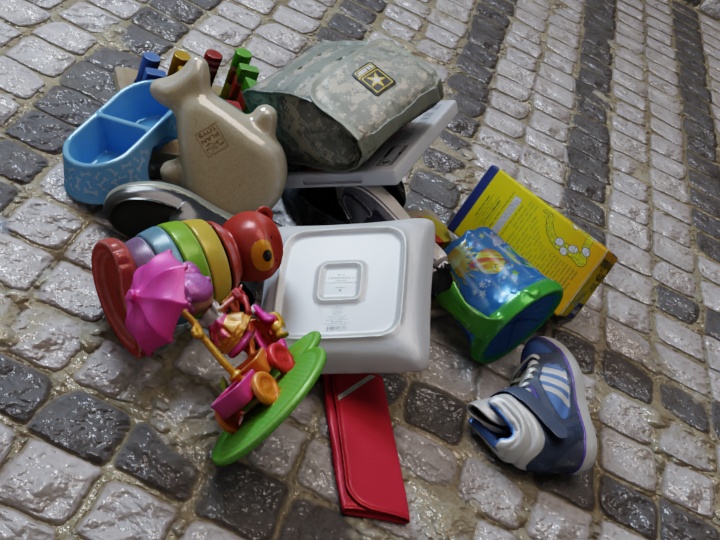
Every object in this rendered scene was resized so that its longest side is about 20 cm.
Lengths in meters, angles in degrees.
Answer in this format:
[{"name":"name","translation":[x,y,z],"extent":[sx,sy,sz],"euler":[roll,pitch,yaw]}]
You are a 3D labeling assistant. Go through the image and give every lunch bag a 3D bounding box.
[{"name":"lunch bag","translation":[-0.016,-0.204,1.362],"extent":[0.198,0.119,0.164],"euler":[13,41,42]}]

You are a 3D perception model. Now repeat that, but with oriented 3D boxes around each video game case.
[{"name":"video game case","translation":[0.007,-0.161,1.422],"extent":[0.180,0.023,0.200],"euler":[1,33,30]}]

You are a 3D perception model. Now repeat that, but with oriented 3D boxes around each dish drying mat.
[{"name":"dish drying mat","translation":[0.004,0.178,1.182],"extent":[0.076,0.018,0.201],"euler":[15,35,-20]}]

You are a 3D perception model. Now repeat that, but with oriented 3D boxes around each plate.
[{"name":"plate","translation":[-0.019,0.021,1.233],"extent":[0.196,0.032,0.202],"euler":[-2,55,11]}]

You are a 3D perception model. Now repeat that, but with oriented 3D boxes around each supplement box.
[{"name":"supplement box","translation":[0.236,-0.038,1.530],"extent":[0.199,0.110,0.109],"euler":[40,9,19]}]

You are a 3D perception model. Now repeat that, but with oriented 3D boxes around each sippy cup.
[{"name":"sippy cup","translation":[0.159,0.022,1.384],"extent":[0.131,0.139,0.178],"euler":[51,-5,21]}]

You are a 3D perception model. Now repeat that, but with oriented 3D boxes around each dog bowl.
[{"name":"dog bowl","translation":[-0.281,-0.162,1.352],"extent":[0.110,0.050,0.201],"euler":[17,48,24]}]

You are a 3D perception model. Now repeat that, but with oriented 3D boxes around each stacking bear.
[{"name":"stacking bear","translation":[-0.171,-0.005,1.179],"extent":[0.198,0.123,0.113],"euler":[-20,17,-27]}]

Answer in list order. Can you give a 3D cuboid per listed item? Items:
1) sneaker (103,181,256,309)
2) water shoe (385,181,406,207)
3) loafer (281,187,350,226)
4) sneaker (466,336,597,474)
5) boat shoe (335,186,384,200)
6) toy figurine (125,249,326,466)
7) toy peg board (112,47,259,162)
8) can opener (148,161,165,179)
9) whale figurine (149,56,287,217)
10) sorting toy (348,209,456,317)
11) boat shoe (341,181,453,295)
[{"name":"sneaker","translation":[-0.201,-0.030,1.274],"extent":[0.197,0.075,0.107],"euler":[18,36,-13]},{"name":"water shoe","translation":[-0.018,-0.149,1.533],"extent":[0.198,0.072,0.079],"euler":[27,12,-18]},{"name":"loafer","translation":[-0.055,-0.089,1.455],"extent":[0.067,0.071,0.201],"euler":[9,32,-26]},{"name":"sneaker","translation":[0.184,0.144,1.298],"extent":[0.145,0.081,0.202],"euler":[15,40,-25]},{"name":"boat shoe","translation":[0.021,-0.151,1.482],"extent":[0.068,0.057,0.201],"euler":[38,37,-9]},{"name":"toy figurine","translation":[-0.140,0.054,1.079],"extent":[0.184,0.150,0.200],"euler":[47,28,-11]},{"name":"toy peg board","translation":[-0.218,-0.234,1.522],"extent":[0.197,0.099,0.201],"euler":[7,37,-28]},{"name":"can opener","translation":[-0.193,-0.110,1.427],"extent":[0.198,0.054,0.067],"euler":[0,5,-33]},{"name":"whale figurine","translation":[-0.169,-0.155,1.339],"extent":[0.201,0.158,0.104],"euler":[58,6,-14]},{"name":"sorting toy","translation":[0.084,-0.018,1.491],"extent":[0.184,0.037,0.200],"euler":[-9,47,-42]},{"name":"boat shoe","translation":[0.015,-0.031,1.317],"extent":[0.092,0.075,0.200],"euler":[-28,49,-22]}]
